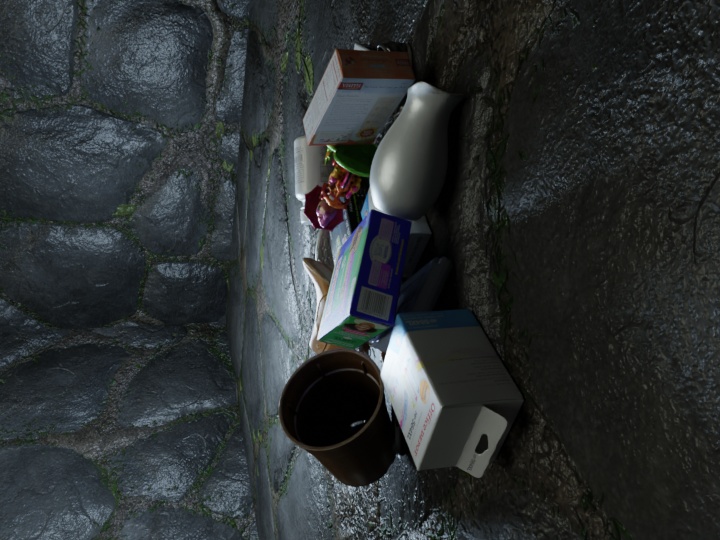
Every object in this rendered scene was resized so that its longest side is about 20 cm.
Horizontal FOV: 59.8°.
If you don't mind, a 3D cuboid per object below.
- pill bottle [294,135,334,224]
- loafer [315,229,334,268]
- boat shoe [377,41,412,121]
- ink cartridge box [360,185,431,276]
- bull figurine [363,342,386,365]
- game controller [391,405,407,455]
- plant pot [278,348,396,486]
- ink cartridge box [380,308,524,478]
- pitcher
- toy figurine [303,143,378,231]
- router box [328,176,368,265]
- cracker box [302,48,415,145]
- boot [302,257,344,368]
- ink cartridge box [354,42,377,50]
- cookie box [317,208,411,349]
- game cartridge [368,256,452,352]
[{"bbox_3d":[-0.104,-0.218,1.525,0.114,0.112,0.206,174,94,-70],"label":"pill bottle"},{"bbox_3d":[-0.076,-0.019,1.506,0.070,0.068,0.205,-114,21,-62],"label":"loafer"},{"bbox_3d":[0.066,-0.313,1.111,0.067,0.056,0.205,134,132,-64],"label":"boat shoe"},{"bbox_3d":[0.064,-0.070,1.114,0.116,0.066,0.203,112,151,-47],"label":"ink cartridge box"},{"bbox_3d":[0.035,0.127,1.218,0.200,0.063,0.125,-148,52,-74],"label":"bull figurine"},{"bbox_3d":[0.073,0.215,1.094,0.105,0.041,0.205,-85,-8,-75],"label":"game controller"},{"bbox_3d":[-0.024,0.285,1.162,0.202,0.197,0.200,-113,-2,-46],"label":"plant pot"},{"bbox_3d":[0.123,0.171,0.872,0.202,0.122,0.131,-114,30,-49],"label":"ink cartridge box"},{"bbox_3d":[0.083,-0.197,1.005,0.172,0.118,0.204,-106,31,-69],"label":"pitcher"},{"bbox_3d":[-0.046,-0.155,1.228,0.202,0.147,0.187,-94,27,-59],"label":"toy figurine"},{"bbox_3d":[-0.020,-0.085,1.365,0.150,0.061,0.204,120,144,-58],"label":"router box"},{"bbox_3d":[-0.008,-0.290,1.071,0.200,0.131,0.059,136,124,-60],"label":"cracker box"},{"bbox_3d":[-0.073,0.082,1.227,0.200,0.070,0.146,40,112,30],"label":"boot"},{"bbox_3d":[0.002,-0.369,1.329,0.095,0.036,0.204,-125,41,-57],"label":"ink cartridge box"},{"bbox_3d":[0.003,0.023,1.008,0.200,0.074,0.175,134,150,-66],"label":"cookie box"},{"bbox_3d":[0.077,0.065,1.035,0.134,0.041,0.200,-57,5,-26],"label":"game cartridge"}]
